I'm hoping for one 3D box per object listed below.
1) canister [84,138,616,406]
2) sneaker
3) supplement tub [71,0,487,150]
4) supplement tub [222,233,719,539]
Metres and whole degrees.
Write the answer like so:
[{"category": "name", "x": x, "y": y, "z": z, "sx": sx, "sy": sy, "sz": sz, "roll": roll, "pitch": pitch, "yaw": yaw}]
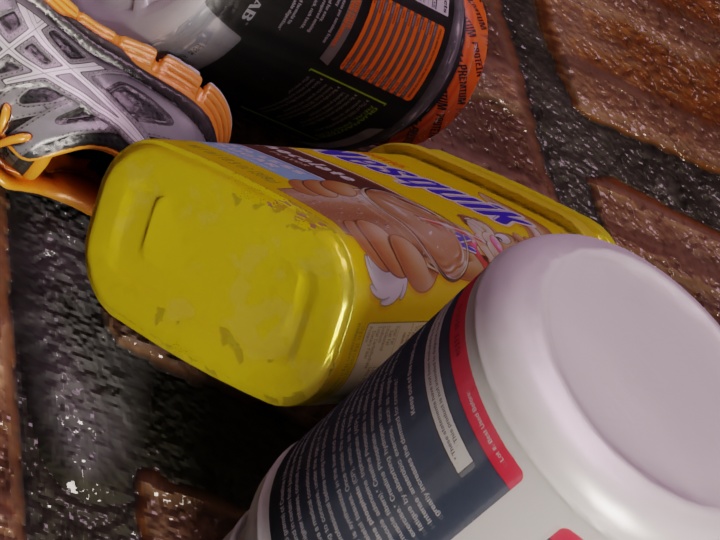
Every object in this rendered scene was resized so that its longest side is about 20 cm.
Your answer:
[{"category": "canister", "x": 0.000, "y": 0.000, "z": 1.065, "sx": 0.148, "sy": 0.087, "sz": 0.199, "roll": 27, "pitch": 15, "yaw": 33}, {"category": "sneaker", "x": -0.149, "y": -0.077, "z": 1.069, "sx": 0.199, "sy": 0.078, "sz": 0.078, "roll": 25, "pitch": 55, "yaw": -14}, {"category": "supplement tub", "x": -0.035, "y": -0.128, "z": 1.181, "sx": 0.200, "sy": 0.122, "sz": 0.123, "roll": 21, "pitch": 36, "yaw": -50}, {"category": "supplement tub", "x": 0.046, "y": 0.094, "z": 0.946, "sx": 0.140, "sy": 0.200, "sz": 0.141, "roll": 28, "pitch": 39, "yaw": -25}]
